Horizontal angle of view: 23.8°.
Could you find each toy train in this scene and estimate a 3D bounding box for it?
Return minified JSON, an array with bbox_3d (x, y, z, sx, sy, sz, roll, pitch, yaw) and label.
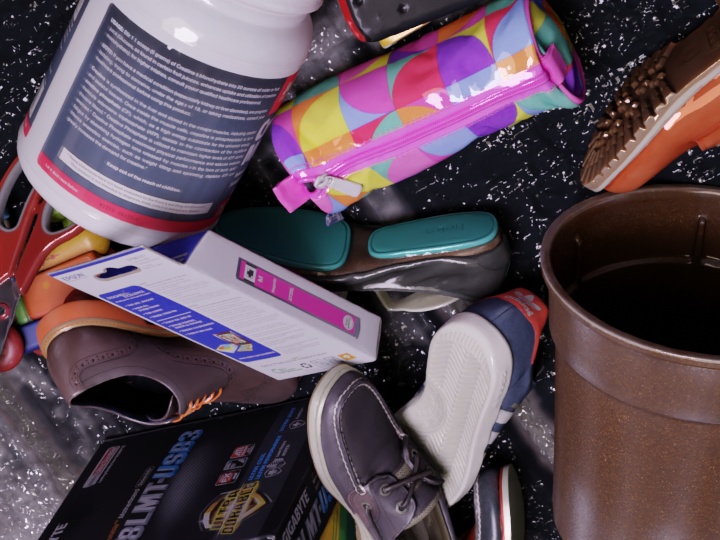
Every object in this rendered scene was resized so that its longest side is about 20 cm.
[{"bbox_3d":[-0.185,-0.015,1.168,0.200,0.085,0.116,-22,90,18],"label":"toy train"}]

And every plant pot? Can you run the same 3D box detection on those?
[{"bbox_3d":[0.203,0.079,1.054,0.200,0.200,0.198,8,123,10],"label":"plant pot"}]

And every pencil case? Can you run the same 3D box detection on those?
[{"bbox_3d":[0.039,-0.102,1.066,0.200,0.088,0.088,-26,105,21],"label":"pencil case"}]

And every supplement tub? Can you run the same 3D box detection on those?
[{"bbox_3d":[-0.116,-0.126,1.060,0.140,0.140,0.200,31,117,-1],"label":"supplement tub"}]

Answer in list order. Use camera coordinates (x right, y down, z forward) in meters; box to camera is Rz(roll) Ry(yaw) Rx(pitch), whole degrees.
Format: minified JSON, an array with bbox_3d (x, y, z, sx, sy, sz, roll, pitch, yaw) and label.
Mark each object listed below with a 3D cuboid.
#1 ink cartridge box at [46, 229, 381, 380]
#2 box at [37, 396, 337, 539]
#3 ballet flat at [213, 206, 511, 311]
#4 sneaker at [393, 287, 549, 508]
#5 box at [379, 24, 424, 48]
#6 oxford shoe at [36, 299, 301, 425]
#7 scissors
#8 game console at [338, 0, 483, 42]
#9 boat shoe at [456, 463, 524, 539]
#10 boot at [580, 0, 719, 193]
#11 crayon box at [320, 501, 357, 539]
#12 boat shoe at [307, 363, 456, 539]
[{"bbox_3d":[-0.088,0.018,1.073,0.095,0.037,0.200,-14,151,42],"label":"ink cartridge box"},{"bbox_3d":[-0.115,0.163,1.152,0.198,0.200,0.050,-12,111,19],"label":"box"},{"bbox_3d":[0.000,0.000,1.131,0.200,0.068,0.068,2,126,13],"label":"ballet flat"},{"bbox_3d":[0.077,0.087,1.149,0.075,0.084,0.200,43,142,15],"label":"sneaker"},{"bbox_3d":[0.014,-0.250,1.033,0.119,0.041,0.200,-27,102,22],"label":"box"},{"bbox_3d":[-0.121,0.076,1.139,0.200,0.073,0.071,10,135,-35],"label":"oxford shoe"},{"bbox_3d":[-0.239,0.014,1.138,0.073,0.014,0.200,26,88,16],"label":"scissors"},{"bbox_3d":[0.060,-0.247,0.987,0.200,0.031,0.177,-21,106,-2],"label":"game console"},{"bbox_3d":[0.083,0.224,1.206,0.062,0.071,0.200,6,118,14],"label":"boat shoe"},{"bbox_3d":[0.224,-0.098,1.031,0.107,0.075,0.200,35,125,-20],"label":"boot"},{"bbox_3d":[-0.071,0.206,1.159,0.126,0.200,0.052,-14,109,19],"label":"crayon box"},{"bbox_3d":[0.024,0.147,1.128,0.065,0.072,0.200,11,131,40],"label":"boat shoe"}]
